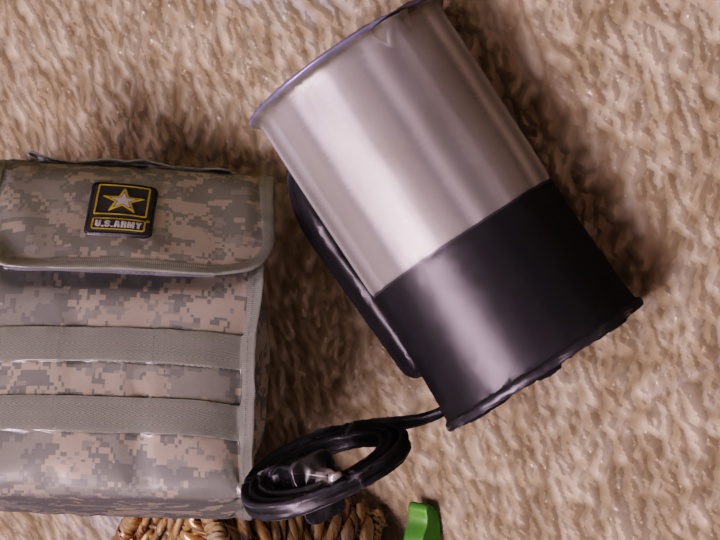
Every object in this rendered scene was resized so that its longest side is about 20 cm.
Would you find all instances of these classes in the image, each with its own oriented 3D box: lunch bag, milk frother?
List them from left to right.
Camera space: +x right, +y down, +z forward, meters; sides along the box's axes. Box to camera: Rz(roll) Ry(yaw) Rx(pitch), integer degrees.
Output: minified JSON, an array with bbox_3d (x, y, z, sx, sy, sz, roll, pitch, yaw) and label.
[{"bbox_3d":[-0.131,0.031,0.998,0.118,0.163,0.201,104,168,-74],"label":"lunch bag"},{"bbox_3d":[0.000,0.000,0.905,0.180,0.200,0.188,-38,84,46],"label":"milk frother"}]

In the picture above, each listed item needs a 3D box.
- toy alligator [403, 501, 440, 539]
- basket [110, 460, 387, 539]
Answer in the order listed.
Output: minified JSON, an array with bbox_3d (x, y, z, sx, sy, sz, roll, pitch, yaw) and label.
[{"bbox_3d":[0.038,0.235,1.083,0.059,0.054,0.201,8,115,37],"label":"toy alligator"},{"bbox_3d":[-0.093,0.218,1.091,0.149,0.143,0.200,24,130,-7],"label":"basket"}]
